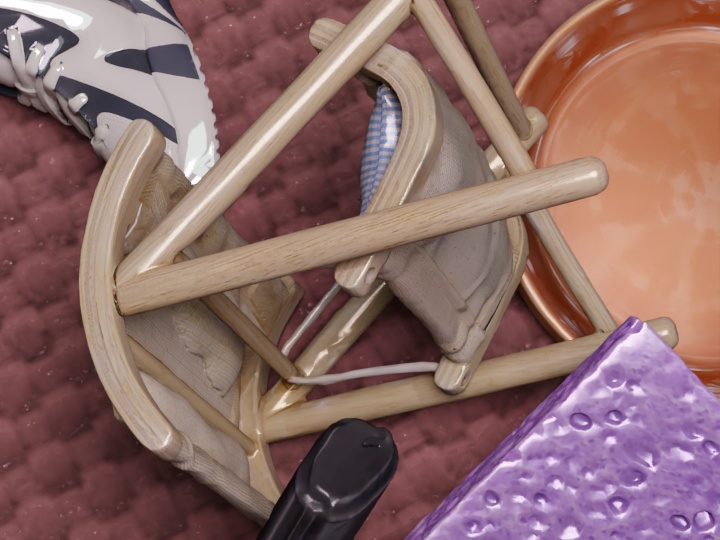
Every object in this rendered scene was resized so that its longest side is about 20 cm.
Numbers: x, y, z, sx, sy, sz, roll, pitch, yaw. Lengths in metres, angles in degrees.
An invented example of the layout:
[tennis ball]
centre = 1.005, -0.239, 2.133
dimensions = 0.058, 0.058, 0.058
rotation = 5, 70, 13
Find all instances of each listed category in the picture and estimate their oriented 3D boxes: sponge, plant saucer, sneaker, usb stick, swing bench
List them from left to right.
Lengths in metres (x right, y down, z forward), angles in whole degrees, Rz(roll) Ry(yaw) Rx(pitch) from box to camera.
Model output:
[sneaker]
centre = -0.136, -0.082, 1.050
dimensions = 0.129, 0.079, 0.199
rotation = -13, 79, -7
[usb stick]
centre = -0.036, 0.130, 0.954
dimensions = 0.033, 0.200, 0.055
rotation = 33, 45, 4
[swing bench]
centre = 0.000, 0.000, 0.964
dimensions = 0.200, 0.199, 0.130
rotation = -31, 67, 3
[sponge]
centre = 0.076, 0.126, 0.958
dimensions = 0.200, 0.030, 0.112
rotation = -45, 97, 2
[plant saucer]
centre = 0.157, -0.035, 1.095
dimensions = 0.200, 0.032, 0.201
rotation = 1, 78, -5
